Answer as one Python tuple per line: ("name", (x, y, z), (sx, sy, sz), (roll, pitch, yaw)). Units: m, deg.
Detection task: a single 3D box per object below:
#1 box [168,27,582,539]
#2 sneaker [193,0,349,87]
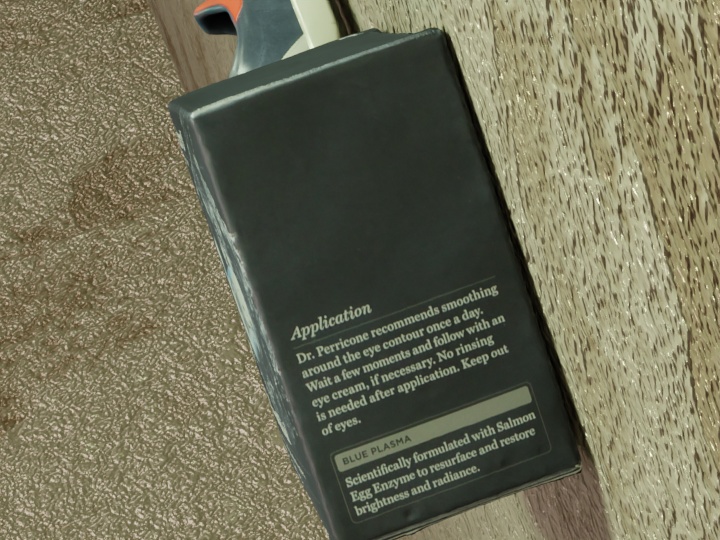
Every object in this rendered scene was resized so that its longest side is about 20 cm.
("box", (0.000, 0.000, 1.040), (0.197, 0.117, 0.201), (-145, 36, -81))
("sneaker", (-0.032, -0.073, 1.204), (0.075, 0.084, 0.201), (56, -168, -62))
